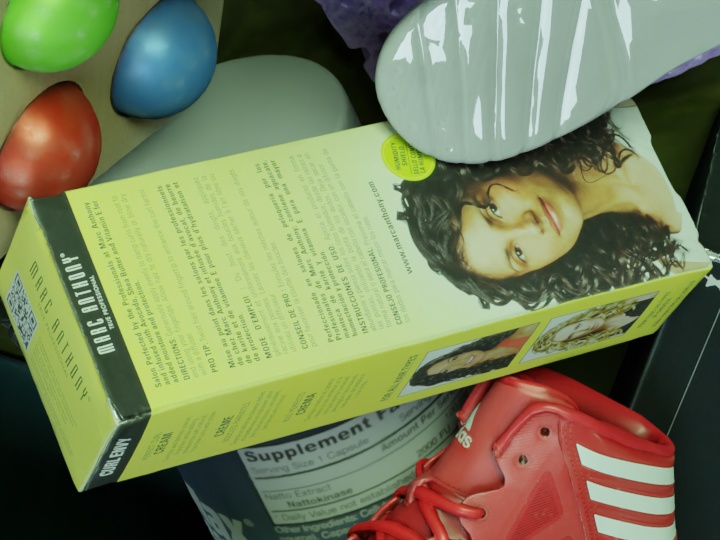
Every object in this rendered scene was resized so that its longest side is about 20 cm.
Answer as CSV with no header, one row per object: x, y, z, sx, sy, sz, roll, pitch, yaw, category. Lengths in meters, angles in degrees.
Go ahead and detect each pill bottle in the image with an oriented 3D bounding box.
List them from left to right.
-0.014,0.032,0.942,0.119,0.120,0.201,-6,130,23,pill bottle

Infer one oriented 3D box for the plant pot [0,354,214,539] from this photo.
-0.136,0.157,1.093,0.140,0.142,0.201,16,138,3,plant pot

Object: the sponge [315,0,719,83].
0.017,-0.127,0.842,0.111,0.030,0.200,-19,124,31,sponge

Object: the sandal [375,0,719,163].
0.093,-0.106,0.801,0.206,0.059,0.079,-27,120,11,sandal

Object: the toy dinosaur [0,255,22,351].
-0.160,-0.033,0.908,0.135,0.200,0.103,1,129,-31,toy dinosaur

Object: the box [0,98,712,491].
0.000,0.000,0.820,0.199,0.076,0.050,-15,158,-26,box

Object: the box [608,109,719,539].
0.155,0.055,0.938,0.140,0.079,0.201,16,136,0,box

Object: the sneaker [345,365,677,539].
0.009,0.082,0.875,0.199,0.078,0.116,-10,118,-26,sneaker

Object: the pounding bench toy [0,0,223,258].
-0.116,-0.124,0.785,0.156,0.124,0.201,31,139,19,pounding bench toy
